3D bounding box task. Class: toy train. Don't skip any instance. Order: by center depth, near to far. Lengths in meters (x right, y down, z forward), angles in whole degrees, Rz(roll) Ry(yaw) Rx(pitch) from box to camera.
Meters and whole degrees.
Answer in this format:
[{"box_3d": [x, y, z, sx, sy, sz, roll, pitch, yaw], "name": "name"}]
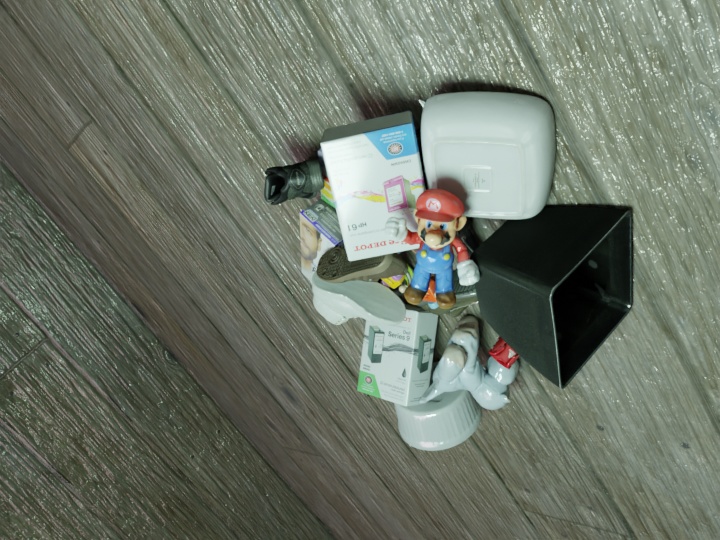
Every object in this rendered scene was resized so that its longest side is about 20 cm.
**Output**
[{"box_3d": [0.077, -0.018, 1.155, 0.149, 0.056, 0.201, 2, 136, 51], "name": "toy train"}]

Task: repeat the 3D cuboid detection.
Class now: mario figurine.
[{"box_3d": [0.106, -0.025, 0.910, 0.106, 0.122, 0.202, -127, 27, -47], "name": "mario figurine"}]

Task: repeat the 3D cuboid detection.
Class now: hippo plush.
[{"box_3d": [0.234, 0.209, 1.231, 0.159, 0.202, 0.159, 27, 168, 9], "name": "hippo plush"}]

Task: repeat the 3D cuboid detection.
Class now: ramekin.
[{"box_3d": [0.169, 0.299, 1.394, 0.199, 0.200, 0.099, 9, 129, 42], "name": "ramekin"}]

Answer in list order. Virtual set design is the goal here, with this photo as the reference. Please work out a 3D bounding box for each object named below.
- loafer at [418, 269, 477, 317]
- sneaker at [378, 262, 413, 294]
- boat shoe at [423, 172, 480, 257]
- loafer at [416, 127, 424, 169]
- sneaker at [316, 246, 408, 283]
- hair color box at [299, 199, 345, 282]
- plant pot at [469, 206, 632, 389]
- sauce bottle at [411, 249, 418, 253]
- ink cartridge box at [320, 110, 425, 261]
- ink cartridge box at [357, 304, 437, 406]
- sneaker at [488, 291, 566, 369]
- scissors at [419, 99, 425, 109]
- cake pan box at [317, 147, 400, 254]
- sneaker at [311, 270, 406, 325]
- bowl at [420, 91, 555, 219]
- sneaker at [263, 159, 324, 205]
[{"box_3d": [0.186, 0.047, 1.199, 0.069, 0.076, 0.199, 40, 156, -19], "name": "loafer"}, {"box_3d": [0.017, -0.007, 1.301, 0.198, 0.081, 0.074, 25, 145, 26], "name": "sneaker"}, {"box_3d": [0.161, -0.087, 1.058, 0.065, 0.072, 0.200, -37, 101, 25], "name": "boat shoe"}, {"box_3d": [0.080, -0.190, 1.025, 0.198, 0.063, 0.072, 0, 129, 46], "name": "loafer"}, {"box_3d": [0.000, 0.000, 1.129, 0.075, 0.071, 0.199, 30, 158, -37], "name": "sneaker"}, {"box_3d": [-0.070, -0.037, 1.272, 0.109, 0.065, 0.201, 42, 150, 24], "name": "hair color box"}, {"box_3d": [0.282, 0.016, 0.941, 0.176, 0.199, 0.202, 27, 147, 43], "name": "plant pot"}, {"box_3d": [0.048, -0.114, 1.059, 0.200, 0.066, 0.066, 42, 150, -17], "name": "sauce bottle"}, {"box_3d": [0.030, -0.129, 0.969, 0.142, 0.085, 0.202, -10, 117, 7], "name": "ink cartridge box"}, {"box_3d": [0.080, 0.176, 1.341, 0.145, 0.083, 0.203, 8, 91, 41], "name": "ink cartridge box"}, {"box_3d": [0.303, 0.120, 1.099, 0.078, 0.116, 0.201, 38, 149, 6], "name": "sneaker"}, {"box_3d": [0.150, -0.181, 0.955, 0.199, 0.014, 0.073, 34, 137, -14], "name": "scissors"}, {"box_3d": [0.012, -0.136, 1.183, 0.198, 0.052, 0.185, 29, 148, 20], "name": "cake pan box"}, {"box_3d": [-0.006, 0.072, 1.240, 0.198, 0.074, 0.116, 24, 148, 9], "name": "sneaker"}, {"box_3d": [0.181, -0.155, 0.903, 0.197, 0.075, 0.202, 7, 135, 21], "name": "bowl"}, {"box_3d": [-0.137, -0.173, 1.201, 0.199, 0.112, 0.077, -148, 48, -79], "name": "sneaker"}]
